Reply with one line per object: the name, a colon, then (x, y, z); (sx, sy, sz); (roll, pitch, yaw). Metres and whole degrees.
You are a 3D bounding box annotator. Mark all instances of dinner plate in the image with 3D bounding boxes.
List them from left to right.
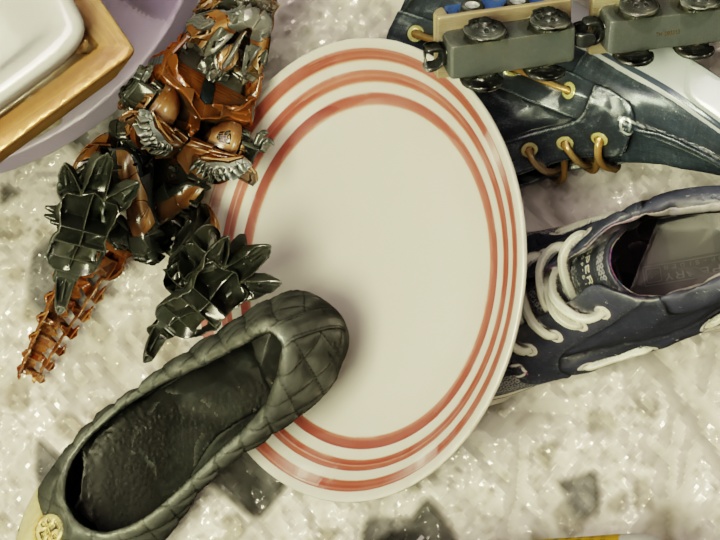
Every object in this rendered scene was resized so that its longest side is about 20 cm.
dinner plate: (0.000, 0.000, 1.018); (0.199, 0.024, 0.202); (-5, 83, 42)

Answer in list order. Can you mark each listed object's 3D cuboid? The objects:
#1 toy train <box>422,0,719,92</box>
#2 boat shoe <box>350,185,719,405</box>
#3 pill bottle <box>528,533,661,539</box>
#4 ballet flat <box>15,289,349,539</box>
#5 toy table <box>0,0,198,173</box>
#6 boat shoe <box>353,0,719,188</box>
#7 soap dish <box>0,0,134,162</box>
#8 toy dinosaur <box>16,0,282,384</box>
toy train: (0.118, -0.108, 0.976); (0.199, 0.034, 0.046); (-10, 37, -13)
boat shoe: (0.084, 0.007, 1.000); (0.199, 0.093, 0.075); (-17, 76, 8)
pill bottle: (0.075, 0.163, 0.966); (0.199, 0.104, 0.105); (-5, 78, 10)
ballet flat: (-0.087, 0.072, 1.022); (0.200, 0.057, 0.067); (-41, 70, 23)
toy table: (-0.173, -0.125, 1.068); (0.200, 0.117, 0.184); (-41, 74, 0)
boat shoe: (0.096, -0.064, 1.030); (0.200, 0.071, 0.091); (31, 90, 20)
soap dish: (-0.205, -0.116, 0.969); (0.157, 0.081, 0.200); (-36, 76, 1)
toy dinosaur: (-0.091, -0.031, 1.043); (0.101, 0.136, 0.201); (8, 116, -12)
